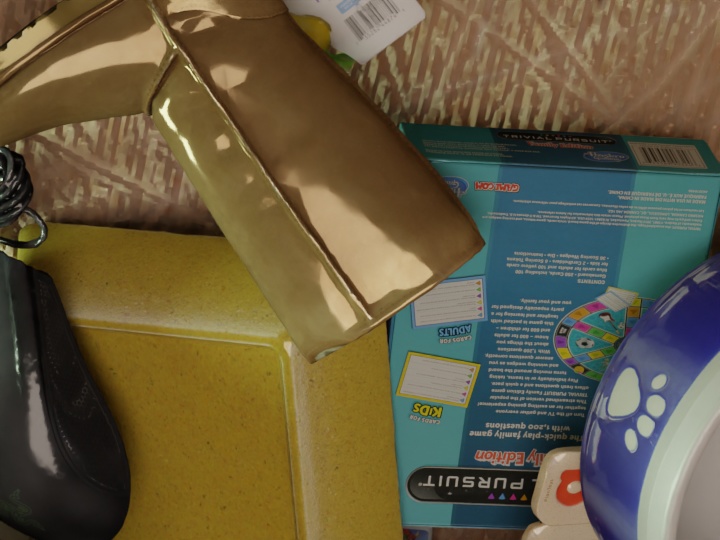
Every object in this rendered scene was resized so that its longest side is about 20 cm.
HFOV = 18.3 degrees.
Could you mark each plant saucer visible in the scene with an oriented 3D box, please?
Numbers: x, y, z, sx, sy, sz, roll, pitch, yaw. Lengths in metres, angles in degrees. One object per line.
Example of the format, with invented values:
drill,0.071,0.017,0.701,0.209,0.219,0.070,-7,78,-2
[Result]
plant saucer,-0.083,0.083,1.097,0.200,0.048,0.200,4,113,23

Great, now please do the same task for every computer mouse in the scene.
computer mouse,-0.180,0.050,1.073,0.138,0.053,0.200,-21,95,41

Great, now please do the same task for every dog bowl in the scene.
dog bowl,0.207,0.084,1.060,0.200,0.079,0.200,-13,121,-23

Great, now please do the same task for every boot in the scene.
boot,-0.071,-0.042,1.004,0.175,0.066,0.200,-34,94,15

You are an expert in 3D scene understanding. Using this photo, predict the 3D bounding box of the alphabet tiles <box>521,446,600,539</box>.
alphabet tiles,0.159,0.138,1.119,0.196,0.015,0.200,0,115,-30

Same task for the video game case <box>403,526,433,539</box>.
video game case,-0.038,0.200,1.193,0.143,0.018,0.200,4,112,1

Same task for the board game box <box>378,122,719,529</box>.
board game box,0.084,0.031,1.091,0.151,0.047,0.200,3,116,-7

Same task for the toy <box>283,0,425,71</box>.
toy,-0.074,-0.165,1.036,0.115,0.047,0.200,-36,100,13

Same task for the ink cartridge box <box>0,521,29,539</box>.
ink cartridge box,-0.245,0.198,1.132,0.084,0.145,0.200,26,110,-7
